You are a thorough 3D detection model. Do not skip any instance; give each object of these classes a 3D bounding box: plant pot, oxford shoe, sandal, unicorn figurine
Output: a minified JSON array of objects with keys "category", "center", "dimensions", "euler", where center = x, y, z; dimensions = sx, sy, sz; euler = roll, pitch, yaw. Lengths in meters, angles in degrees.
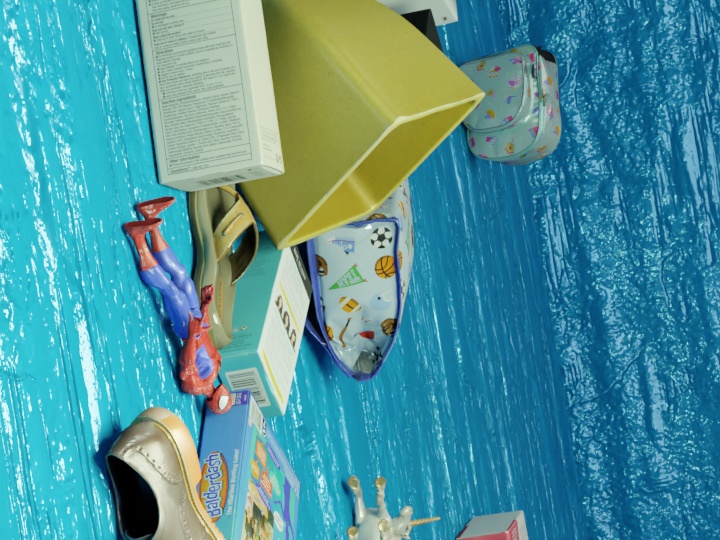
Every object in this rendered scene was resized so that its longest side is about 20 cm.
[{"category":"plant pot","center":[-0.038,-0.172,1.666],"dimensions":[0.200,0.194,0.195],"euler":[51,32,9]},{"category":"oxford shoe","center":[-0.153,0.211,1.312],"dimensions":[0.073,0.071,0.201],"euler":[-37,114,-52]},{"category":"sandal","center":[-0.122,-0.024,1.570],"dimensions":[0.080,0.054,0.202],"euler":[53,31,-61]},{"category":"unicorn figurine","center":[0.019,0.299,1.901],"dimensions":[0.201,0.073,0.138],"euler":[-62,152,-45]}]

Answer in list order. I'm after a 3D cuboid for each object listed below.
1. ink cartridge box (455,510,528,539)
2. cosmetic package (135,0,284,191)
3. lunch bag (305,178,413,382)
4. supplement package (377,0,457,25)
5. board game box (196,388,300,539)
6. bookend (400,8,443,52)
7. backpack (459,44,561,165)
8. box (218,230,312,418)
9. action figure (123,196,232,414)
[{"category":"ink cartridge box","center":[0.207,0.467,2.460],"dimensions":[0.145,0.084,0.202],"euler":[-17,97,-75]},{"category":"cosmetic package","center":[-0.137,-0.180,1.521],"dimensions":[0.073,0.103,0.202],"euler":[16,67,-75]},{"category":"lunch bag","center":[0.000,0.000,1.882],"dimensions":[0.170,0.123,0.202],"euler":[-77,163,-61]},{"category":"supplement package","center":[0.001,-0.397,2.013],"dimensions":[0.147,0.190,0.202],"euler":[45,37,-64]},{"category":"board game box","center":[-0.102,0.232,1.502],"dimensions":[0.153,0.045,0.201],"euler":[67,20,-44]},{"category":"bookend","center":[-0.001,-0.259,1.902],"dimensions":[0.092,0.198,0.200],"euler":[-79,156,-54]},{"category":"backpack","center":[0.263,-0.289,2.998],"dimensions":[0.153,0.175,0.202],"euler":[-4,85,-59]},{"category":"box","center":[-0.093,0.049,1.644],"dimensions":[0.201,0.049,0.083],"euler":[-80,156,-53]},{"category":"action figure","center":[-0.148,0.038,1.452],"dimensions":[0.066,0.051,0.201],"euler":[-80,158,-62]}]
